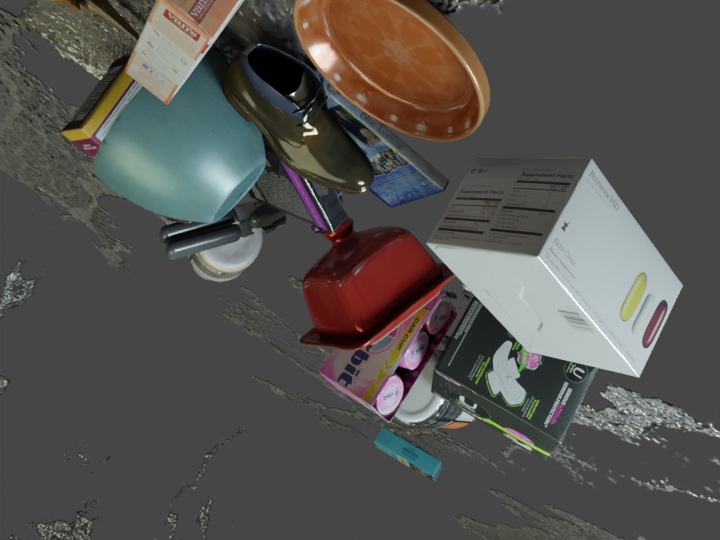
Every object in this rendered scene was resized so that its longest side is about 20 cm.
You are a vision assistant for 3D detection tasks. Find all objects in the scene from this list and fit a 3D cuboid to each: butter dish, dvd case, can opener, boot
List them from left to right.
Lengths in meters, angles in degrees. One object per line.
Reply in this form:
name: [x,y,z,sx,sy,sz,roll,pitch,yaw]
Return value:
can opener: [-0.194,-0.073,1.317,0.054,0.197,0.067,63,152,17]
boot: [-0.059,-0.155,0.936,0.199,0.075,0.097,37,166,-7]
dvd case: [-0.005,-0.146,1.027,0.199,0.018,0.142,38,163,-17]
butter dish: [0.000,0.000,1.200,0.198,0.199,0.150,-1,120,62]

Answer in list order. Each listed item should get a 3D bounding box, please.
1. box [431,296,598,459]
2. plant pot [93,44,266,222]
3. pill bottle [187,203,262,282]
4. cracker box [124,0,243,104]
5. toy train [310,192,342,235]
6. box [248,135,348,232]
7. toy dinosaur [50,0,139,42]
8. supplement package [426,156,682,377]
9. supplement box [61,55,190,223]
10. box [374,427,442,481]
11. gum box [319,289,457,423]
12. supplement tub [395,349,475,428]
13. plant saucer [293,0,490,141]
box: [0.215,0.157,1.286,0.197,0.126,0.149,30,164,13]
plant pot: [-0.186,-0.135,1.026,0.135,0.201,0.200,42,163,0]
pill bottle: [-0.242,-0.043,1.570,0.115,0.118,0.200,35,164,-9]
cracker box: [-0.141,-0.241,0.807,0.057,0.135,0.199,35,163,-15]
toy train: [-0.046,-0.091,1.224,0.045,0.035,0.201,27,162,8]
box: [-0.111,-0.135,1.145,0.198,0.036,0.144,23,150,46]
toy dinosaur: [-0.317,-0.322,1.068,0.199,0.061,0.106,39,-173,-3]
supplement package: [0.194,-0.006,0.893,0.200,0.112,0.154,43,161,-32]
supplement box: [-0.290,-0.180,1.253,0.200,0.132,0.102,43,161,-29]
box: [0.137,0.527,2.569,0.197,0.050,0.083,28,163,17]
gum box: [0.045,0.102,1.320,0.112,0.202,0.066,25,166,40]
supplement tub: [0.131,0.194,1.472,0.121,0.125,0.199,20,-179,33]
plant saucer: [0.030,-0.194,0.811,0.198,0.033,0.201,29,163,10]
